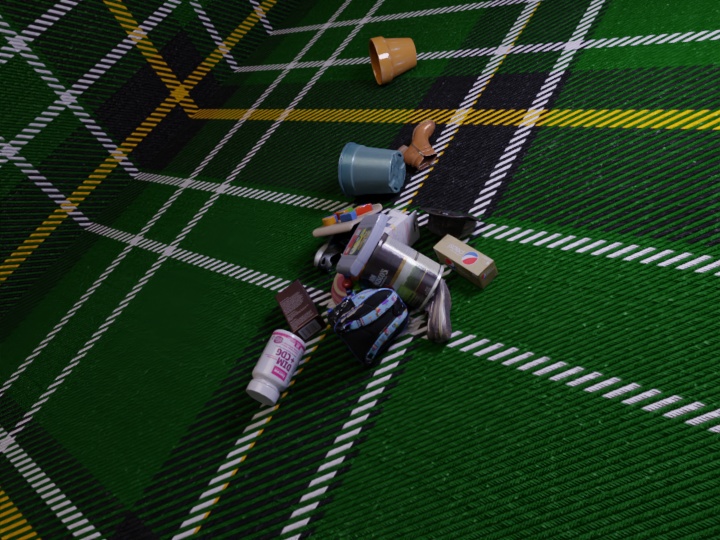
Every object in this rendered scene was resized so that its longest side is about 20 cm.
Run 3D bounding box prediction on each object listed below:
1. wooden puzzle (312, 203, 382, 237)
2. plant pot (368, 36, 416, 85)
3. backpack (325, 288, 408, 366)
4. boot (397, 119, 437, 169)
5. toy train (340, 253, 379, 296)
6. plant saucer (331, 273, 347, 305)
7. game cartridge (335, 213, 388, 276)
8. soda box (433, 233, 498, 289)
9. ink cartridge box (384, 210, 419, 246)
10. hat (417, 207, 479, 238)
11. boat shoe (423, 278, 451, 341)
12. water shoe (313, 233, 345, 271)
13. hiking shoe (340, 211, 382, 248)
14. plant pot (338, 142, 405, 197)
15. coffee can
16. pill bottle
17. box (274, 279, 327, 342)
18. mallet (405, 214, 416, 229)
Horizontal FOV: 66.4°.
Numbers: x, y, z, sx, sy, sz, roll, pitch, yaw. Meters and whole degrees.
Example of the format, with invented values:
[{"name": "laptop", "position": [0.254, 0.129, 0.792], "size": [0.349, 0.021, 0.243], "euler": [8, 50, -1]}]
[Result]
[{"name": "wooden puzzle", "position": [-0.048, -0.182, 1.880], "size": [0.184, 0.047, 0.200], "euler": [-6, 23, 41]}, {"name": "plant pot", "position": [0.152, -0.969, 2.497], "size": [0.181, 0.202, 0.201], "euler": [-16, 43, -4]}, {"name": "backpack", "position": [0.026, 0.135, 1.555], "size": [0.200, 0.183, 0.134], "euler": [-40, 27, -4]}, {"name": "boot", "position": [0.242, -0.465, 2.056], "size": [0.200, 0.074, 0.155], "euler": [-48, 42, 2]}, {"name": "toy train", "position": [0.000, 0.000, 1.700], "size": [0.114, 0.085, 0.201], "euler": [-13, 45, 5]}, {"name": "plant saucer", "position": [-0.010, 0.036, 1.765], "size": [0.198, 0.051, 0.202], "euler": [-17, 46, 18]}, {"name": "game cartridge", "position": [0.005, -0.077, 1.604], "size": [0.202, 0.041, 0.133], "euler": [-62, 25, -11]}, {"name": "soda box", "position": [0.307, -0.030, 1.621], "size": [0.068, 0.064, 0.200], "euler": [-42, 43, -9]}, {"name": "ink cartridge box", "position": [0.100, -0.106, 1.746], "size": [0.067, 0.118, 0.200], "euler": [23, 50, 38]}, {"name": "hat", "position": [0.270, -0.145, 1.723], "size": [0.199, 0.199, 0.082], "euler": [18, 102, 41]}, {"name": "boat shoe", "position": [0.212, 0.107, 1.546], "size": [0.072, 0.075, 0.202], "euler": [-12, 45, 21]}, {"name": "water shoe", "position": [-0.086, -0.076, 1.917], "size": [0.078, 0.072, 0.201], "euler": [27, 62, 12]}, {"name": "hiking shoe", "position": [0.014, -0.140, 1.883], "size": [0.074, 0.087, 0.201], "euler": [14, 60, 39]}, {"name": "plant pot", "position": [0.049, -0.362, 2.002], "size": [0.194, 0.201, 0.202], "euler": [8, 56, 27]}, {"name": "coffee can", "position": [0.119, 0.002, 1.575], "size": [0.198, 0.147, 0.147], "euler": [29, 62, 0]}, {"name": "pill bottle", "position": [-0.252, 0.289, 1.635], "size": [0.112, 0.114, 0.201], "euler": [4, 54, 34]}, {"name": "box", "position": [-0.195, 0.131, 1.777], "size": [0.100, 0.075, 0.200], "euler": [-35, 44, -1]}, {"name": "mallet", "position": [0.095, -0.115, 1.853], "size": [0.199, 0.041, 0.066], "euler": [-33, 42, 6]}]
